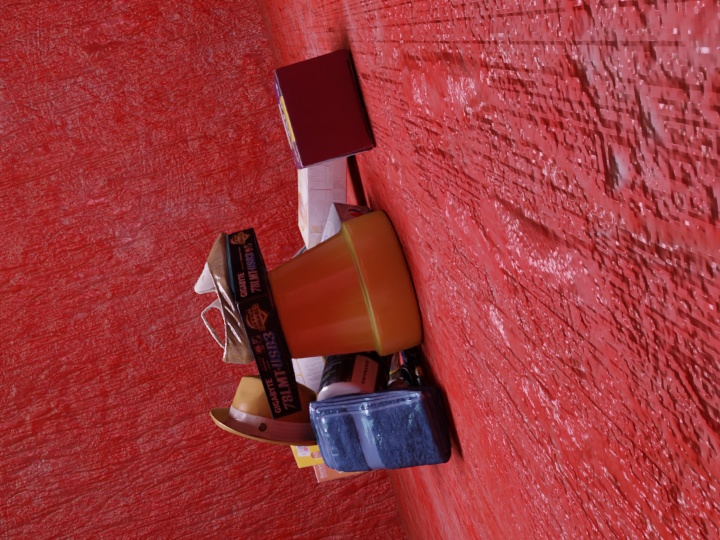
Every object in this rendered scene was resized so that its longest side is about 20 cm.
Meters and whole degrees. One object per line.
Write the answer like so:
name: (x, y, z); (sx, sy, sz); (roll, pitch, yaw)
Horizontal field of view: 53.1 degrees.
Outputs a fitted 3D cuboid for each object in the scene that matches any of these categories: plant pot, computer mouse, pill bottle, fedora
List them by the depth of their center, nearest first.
plant pot: (-0.029, 0.036, 1.036); (0.201, 0.185, 0.205); (164, 90, -85)
computer mouse: (0.069, 0.203, 1.098); (0.111, 0.043, 0.200); (66, 164, 9)
fedora: (-0.131, 0.210, 1.110); (0.201, 0.196, 0.084); (165, 116, -85)
pill bottle: (-0.002, 0.139, 1.138); (0.202, 0.104, 0.108); (-77, -20, -49)

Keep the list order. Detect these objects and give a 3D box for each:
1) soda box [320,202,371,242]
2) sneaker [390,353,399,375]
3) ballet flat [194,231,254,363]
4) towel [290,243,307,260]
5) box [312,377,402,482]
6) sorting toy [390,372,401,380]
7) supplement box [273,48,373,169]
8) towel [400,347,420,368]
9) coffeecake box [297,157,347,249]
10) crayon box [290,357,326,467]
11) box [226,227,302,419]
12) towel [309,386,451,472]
soda box: (-0.035, -0.008, 1.190); (0.064, 0.067, 0.203); (-114, 35, -50)
sneaker: (0.025, 0.115, 1.375); (0.077, 0.074, 0.202); (64, -171, -46)
ballet flat: (-0.210, 0.046, 1.095); (0.068, 0.071, 0.204); (102, 152, -88)
towel: (-0.059, 0.014, 1.466); (0.030, 0.149, 0.202); (12, 139, 43)
box: (0.007, 0.284, 1.293); (0.097, 0.196, 0.127); (-32, -76, -78)
sorting toy: (0.058, 0.275, 1.547); (0.202, 0.068, 0.201); (80, 172, -51)
supplement box: (-0.057, -0.216, 1.005); (0.200, 0.101, 0.134); (-139, 33, -80)
towel: (0.087, 0.186, 1.183); (0.145, 0.023, 0.204); (-123, 17, -77)
coffeecake box: (-0.068, -0.158, 1.246); (0.154, 0.071, 0.204); (-118, 27, -69)
crayon box: (-0.078, 0.220, 1.207); (0.052, 0.124, 0.204); (-36, -71, -64)
box: (-0.138, 0.071, 1.030); (0.199, 0.049, 0.203); (-115, 11, -58)
towel: (0.026, 0.225, 1.006); (0.048, 0.197, 0.114); (-28, -76, -62)
